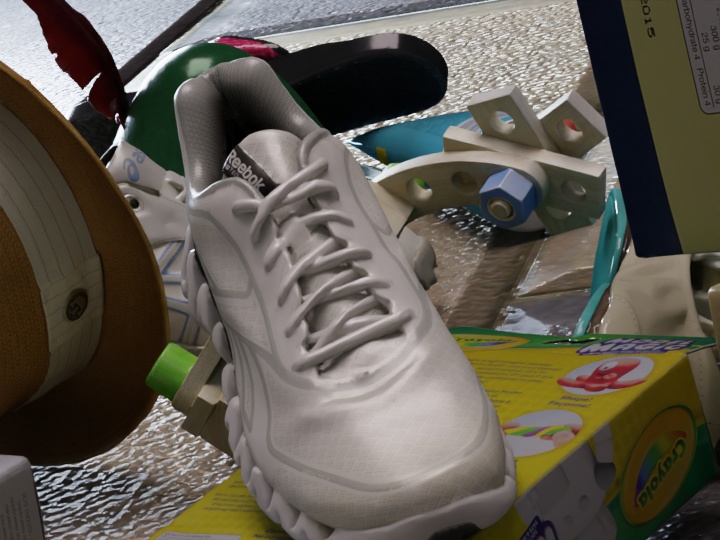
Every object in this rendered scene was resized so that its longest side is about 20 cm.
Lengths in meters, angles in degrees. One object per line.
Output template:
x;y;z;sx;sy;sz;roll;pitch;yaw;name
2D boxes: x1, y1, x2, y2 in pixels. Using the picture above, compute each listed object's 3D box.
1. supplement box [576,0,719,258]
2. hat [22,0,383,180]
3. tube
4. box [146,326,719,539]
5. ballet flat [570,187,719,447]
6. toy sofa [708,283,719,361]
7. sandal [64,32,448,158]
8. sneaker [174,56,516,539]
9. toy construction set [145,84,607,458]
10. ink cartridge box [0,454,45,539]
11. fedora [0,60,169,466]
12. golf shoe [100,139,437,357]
0.205;-0.101;0.942;0.200;0.134;0.200;-4;15;41;supplement box
-0.078;-0.100;1.388;0.165;0.176;0.200;-11;15;1;hat
0.051;-0.056;1.394;0.077;0.050;0.200;0;8;-12;tube
0.019;0.073;0.896;0.117;0.048;0.200;2;29;42;box
0.108;0.020;1.053;0.069;0.070;0.200;-8;17;12;ballet flat
0.213;0.016;0.926;0.200;0.083;0.098;-21;17;-33;toy sofa
-0.052;-0.089;1.484;0.200;0.045;0.075;-13;-31;17;sandal
-0.014;0.009;0.874;0.075;0.081;0.200;-20;37;-11;sneaker
0.000;0.000;1.062;0.200;0.092;0.131;-38;-16;-39;toy construction set
-0.242;0.110;1.004;0.196;0.043;0.200;1;20;35;ink cartridge box
-0.162;0.005;1.067;0.200;0.201;0.082;1;34;39;fedora
-0.070;-0.007;1.205;0.200;0.097;0.078;-11;13;-3;golf shoe
